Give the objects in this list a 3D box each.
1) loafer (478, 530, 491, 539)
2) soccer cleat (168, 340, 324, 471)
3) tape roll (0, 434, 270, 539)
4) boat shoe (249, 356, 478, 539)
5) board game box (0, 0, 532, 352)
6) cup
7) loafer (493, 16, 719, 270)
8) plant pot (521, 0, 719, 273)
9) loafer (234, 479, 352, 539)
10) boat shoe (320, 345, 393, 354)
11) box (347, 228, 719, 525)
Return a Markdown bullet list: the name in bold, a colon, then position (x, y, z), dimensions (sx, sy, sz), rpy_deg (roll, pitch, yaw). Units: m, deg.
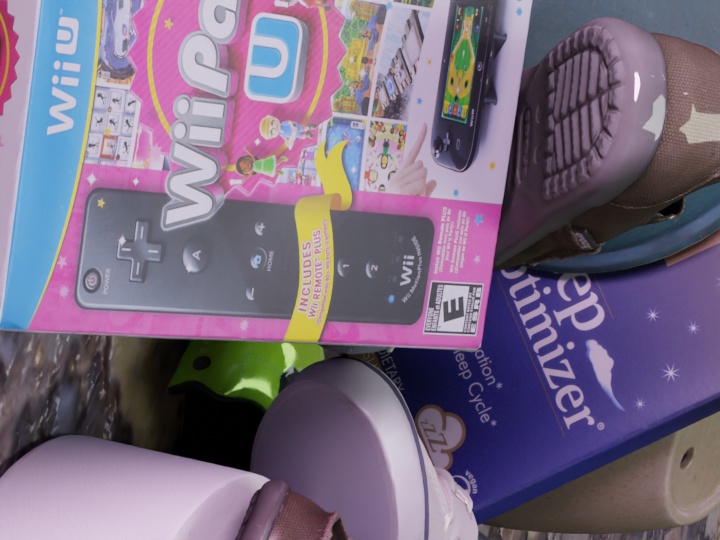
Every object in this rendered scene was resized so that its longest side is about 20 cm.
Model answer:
- **loafer**: position (0.023, 0.139, 1.197), dimensions (0.200, 0.071, 0.063), rpy_deg (56, 49, -48)
- **soccer cleat**: position (-0.038, 0.099, 1.023), dimensions (0.081, 0.067, 0.201), rpy_deg (-51, 140, -45)
- **tape roll**: position (-0.086, 0.160, 0.896), dimensions (0.202, 0.070, 0.204), rpy_deg (10, 90, -71)
- **boat shoe**: position (0.010, 0.103, 0.981), dimensions (0.070, 0.071, 0.201), rpy_deg (-41, 139, -37)
- **board game box**: position (-0.040, -0.053, 0.800), dimensions (0.199, 0.064, 0.149), rpy_deg (4, 96, -44)
- **cup**: position (0.109, 0.042, 1.210), dimensions (0.200, 0.143, 0.201), rpy_deg (-38, 141, -38)
- **loafer**: position (0.078, -0.034, 0.876), dimensions (0.200, 0.069, 0.076), rpy_deg (168, -71, -74)
- **plant pot**: position (0.062, -0.122, 1.019), dimensions (0.196, 0.199, 0.202), rpy_deg (35, 67, -60)
- **loafer**: position (-0.003, 0.142, 0.908), dimensions (0.201, 0.071, 0.073), rpy_deg (75, 32, -52)
- **boat shoe**: position (0.000, 0.000, 0.995), dimensions (0.200, 0.072, 0.062), rpy_deg (13, 78, -88)
- **box**: position (0.094, 0.018, 1.097), dimensions (0.122, 0.199, 0.032), rpy_deg (67, 9, 19)
